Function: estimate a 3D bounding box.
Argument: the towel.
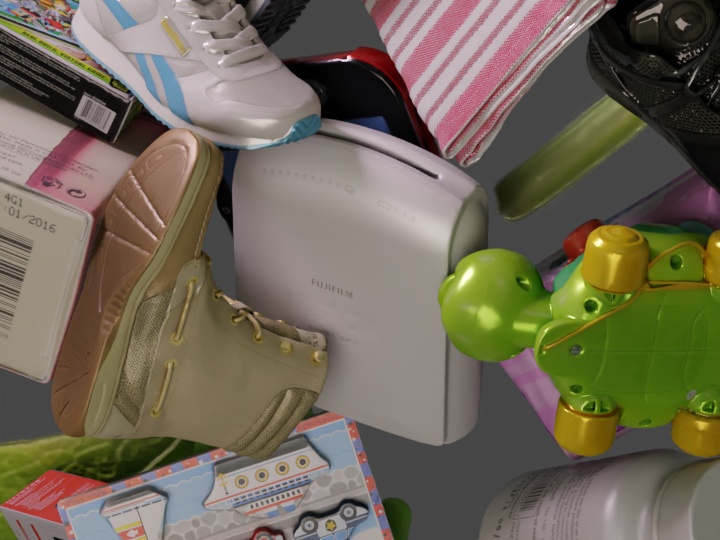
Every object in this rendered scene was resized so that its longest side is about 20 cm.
[{"bbox_3d":[0.065,-0.178,1.563,0.030,0.200,0.146,14,129,-40],"label":"towel"}]

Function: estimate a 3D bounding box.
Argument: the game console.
[{"bbox_3d":[-0.020,-0.047,1.682,0.177,0.031,0.200,-6,120,31],"label":"game console"}]

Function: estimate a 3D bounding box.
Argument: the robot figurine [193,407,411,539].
[{"bbox_3d":[-0.055,0.188,1.783,0.175,0.116,0.200,-1,114,24],"label":"robot figurine"}]

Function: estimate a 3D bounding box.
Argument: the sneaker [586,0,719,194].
[{"bbox_3d":[0.213,-0.104,1.540,0.199,0.114,0.076,41,81,19],"label":"sneaker"}]

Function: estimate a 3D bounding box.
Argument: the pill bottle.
[{"bbox_3d":[0.174,0.171,1.641,0.200,0.114,0.114,-17,111,54],"label":"pill bottle"}]

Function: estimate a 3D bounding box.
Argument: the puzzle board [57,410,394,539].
[{"bbox_3d":[-0.079,0.188,1.706,0.200,0.017,0.151,-18,105,-1],"label":"puzzle board"}]

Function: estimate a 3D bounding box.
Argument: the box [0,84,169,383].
[{"bbox_3d":[-0.198,-0.039,1.672,0.109,0.200,0.128,21,118,6],"label":"box"}]

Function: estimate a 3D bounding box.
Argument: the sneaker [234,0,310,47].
[{"bbox_3d":[-0.047,-0.226,1.614,0.082,0.070,0.200,45,119,16],"label":"sneaker"}]

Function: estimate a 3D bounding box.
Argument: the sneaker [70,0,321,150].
[{"bbox_3d":[-0.101,-0.140,1.596,0.200,0.076,0.081,35,129,30],"label":"sneaker"}]

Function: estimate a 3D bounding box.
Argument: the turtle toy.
[{"bbox_3d":[0.146,0.027,1.558,0.200,0.101,0.146,2,115,-15],"label":"turtle toy"}]

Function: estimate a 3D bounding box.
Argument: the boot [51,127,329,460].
[{"bbox_3d":[-0.084,0.019,1.584,0.155,0.073,0.200,12,107,-31],"label":"boot"}]

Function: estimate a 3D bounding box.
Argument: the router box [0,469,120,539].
[{"bbox_3d":[-0.153,0.237,1.813,0.200,0.049,0.179,61,158,-15],"label":"router box"}]

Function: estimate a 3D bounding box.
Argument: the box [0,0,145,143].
[{"bbox_3d":[-0.220,-0.161,1.674,0.200,0.110,0.035,29,119,1],"label":"box"}]

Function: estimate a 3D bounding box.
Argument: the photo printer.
[{"bbox_3d":[0.000,0.000,1.639,0.166,0.069,0.200,19,132,22],"label":"photo printer"}]

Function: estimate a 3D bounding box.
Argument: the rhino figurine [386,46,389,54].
[{"bbox_3d":[0.093,-0.169,1.602,0.087,0.060,0.200,43,122,-6],"label":"rhino figurine"}]

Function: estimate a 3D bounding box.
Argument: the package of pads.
[{"bbox_3d":[0.185,0.022,1.657,0.200,0.076,0.121,-33,99,26],"label":"package of pads"}]
